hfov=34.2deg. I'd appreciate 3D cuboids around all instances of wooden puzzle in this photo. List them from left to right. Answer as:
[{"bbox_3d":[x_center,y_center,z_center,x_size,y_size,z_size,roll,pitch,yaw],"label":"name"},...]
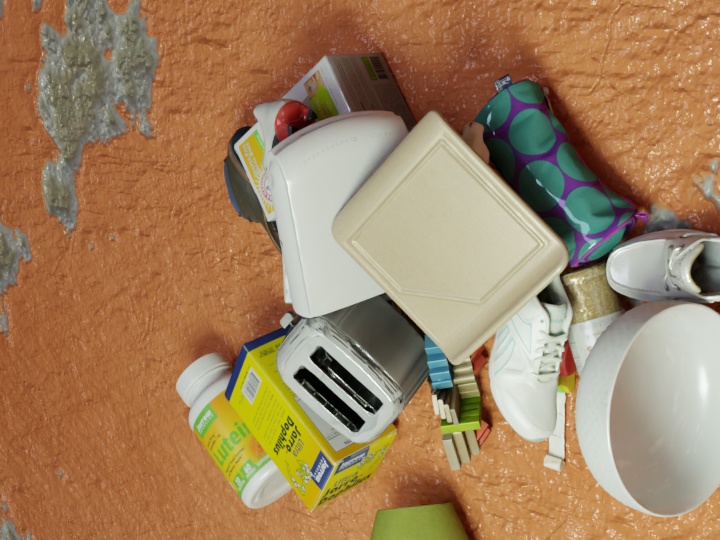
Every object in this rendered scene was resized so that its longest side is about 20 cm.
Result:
[{"bbox_3d":[0.087,-0.031,1.170,0.200,0.037,0.185,48,124,5],"label":"wooden puzzle"}]

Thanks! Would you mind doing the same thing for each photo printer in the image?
[{"bbox_3d":[-0.013,-0.068,1.267,0.069,0.164,0.203,38,142,57],"label":"photo printer"}]

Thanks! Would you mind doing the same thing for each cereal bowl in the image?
[{"bbox_3d":[0.272,0.124,1.104,0.083,0.198,0.204,10,107,54],"label":"cereal bowl"}]

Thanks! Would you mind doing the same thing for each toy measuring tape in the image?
[{"bbox_3d":[0.197,0.125,1.257,0.073,0.073,0.203,12,107,41],"label":"toy measuring tape"}]

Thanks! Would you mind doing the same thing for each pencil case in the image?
[{"bbox_3d":[0.197,-0.102,1.194,0.092,0.085,0.201,-35,73,5],"label":"pencil case"}]

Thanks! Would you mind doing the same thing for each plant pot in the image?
[{"bbox_3d":[0.075,0.380,1.378,0.186,0.185,0.203,-17,73,44],"label":"plant pot"}]

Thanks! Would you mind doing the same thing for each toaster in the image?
[{"bbox_3d":[-0.003,0.107,1.339,0.200,0.129,0.114,43,123,-1],"label":"toaster"}]

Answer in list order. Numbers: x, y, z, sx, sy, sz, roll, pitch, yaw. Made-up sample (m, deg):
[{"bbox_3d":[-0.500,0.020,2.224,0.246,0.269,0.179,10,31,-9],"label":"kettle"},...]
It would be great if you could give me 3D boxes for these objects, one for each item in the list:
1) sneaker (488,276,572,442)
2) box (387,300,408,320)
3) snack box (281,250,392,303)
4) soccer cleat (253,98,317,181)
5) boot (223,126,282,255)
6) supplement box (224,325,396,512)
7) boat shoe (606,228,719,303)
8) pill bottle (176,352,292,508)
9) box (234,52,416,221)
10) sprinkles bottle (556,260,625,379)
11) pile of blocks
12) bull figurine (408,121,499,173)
[{"bbox_3d":[0.172,0.069,1.171,0.080,0.070,0.204,-15,79,53],"label":"sneaker"},{"bbox_3d":[-0.010,0.023,1.436,0.109,0.035,0.203,-19,86,30],"label":"box"},{"bbox_3d":[0.000,0.000,1.391,0.197,0.024,0.073,-2,92,23],"label":"snack box"},{"bbox_3d":[-0.070,-0.101,1.322,0.085,0.068,0.202,21,134,46],"label":"soccer cleat"},{"bbox_3d":[-0.116,-0.085,1.525,0.202,0.074,0.097,64,158,-1],"label":"boot"},{"bbox_3d":[-0.066,0.180,1.482,0.200,0.108,0.110,49,138,24],"label":"supplement box"},{"bbox_3d":[0.315,-0.005,1.100,0.198,0.069,0.072,-2,90,36],"label":"boat shoe"},{"bbox_3d":[-0.164,0.211,1.589,0.200,0.110,0.112,49,128,24],"label":"pill bottle"},{"bbox_3d":[-0.044,-0.157,1.397,0.199,0.101,0.114,-35,75,42],"label":"box"},{"bbox_3d":[0.253,0.096,1.198,0.068,0.068,0.203,-20,86,44],"label":"sprinkles bottle"},{"bbox_3d":[0.115,0.122,1.328,0.061,0.082,0.203,-10,96,14],"label":"pile of blocks"},{"bbox_3d":[0.102,-0.088,1.250,0.202,0.064,0.122,82,168,-45],"label":"bull figurine"}]
